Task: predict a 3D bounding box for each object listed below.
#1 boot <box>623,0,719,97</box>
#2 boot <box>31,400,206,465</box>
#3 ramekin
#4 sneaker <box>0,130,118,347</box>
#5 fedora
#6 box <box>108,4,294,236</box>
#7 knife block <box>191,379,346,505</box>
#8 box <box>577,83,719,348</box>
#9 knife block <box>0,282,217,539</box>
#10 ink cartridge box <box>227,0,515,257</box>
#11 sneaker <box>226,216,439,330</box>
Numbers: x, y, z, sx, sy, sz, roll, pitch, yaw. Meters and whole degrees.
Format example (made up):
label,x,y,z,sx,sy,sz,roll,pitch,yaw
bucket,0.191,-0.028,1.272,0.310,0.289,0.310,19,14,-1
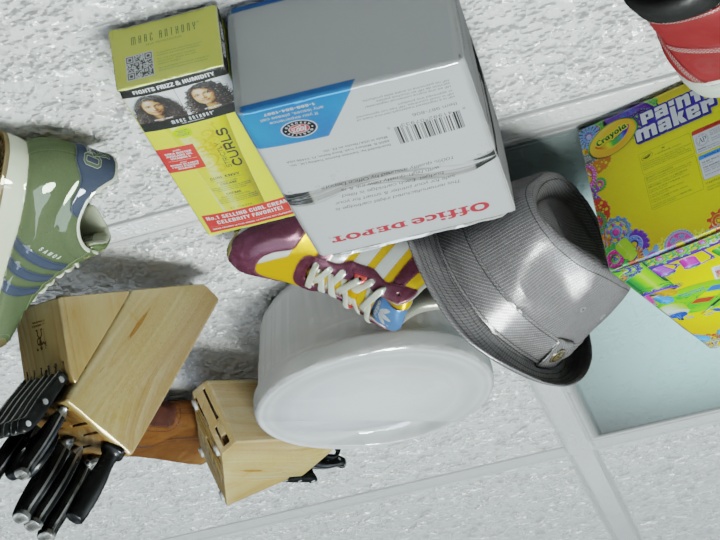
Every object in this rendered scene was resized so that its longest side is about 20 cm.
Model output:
label,x,y,z,sx,sy,sz,roll,pitch,yaw
boot,0.270,-0.182,1.100,0.199,0.073,0.144,-17,150,24
boot,-0.163,0.127,1.571,0.199,0.069,0.188,11,139,-41
ramekin,0.006,0.068,1.472,0.201,0.095,0.203,-7,152,-4
sneaker,-0.221,-0.015,1.251,0.089,0.067,0.201,1,137,-19
fedora,0.128,-0.010,1.281,0.090,0.177,0.200,-36,144,24
box,-0.099,-0.095,1.176,0.075,0.050,0.200,-13,153,6
knife block,-0.056,0.133,1.576,0.175,0.064,0.200,-24,157,-13
box,0.296,-0.054,1.291,0.199,0.122,0.192,-23,149,25
knife block,-0.191,0.106,1.337,0.199,0.176,0.064,-6,174,-44
ink cartridge box,0.011,-0.100,1.160,0.144,0.085,0.200,-12,152,9
sneaker,0.000,0.000,1.343,0.199,0.090,0.075,-3,152,-11
